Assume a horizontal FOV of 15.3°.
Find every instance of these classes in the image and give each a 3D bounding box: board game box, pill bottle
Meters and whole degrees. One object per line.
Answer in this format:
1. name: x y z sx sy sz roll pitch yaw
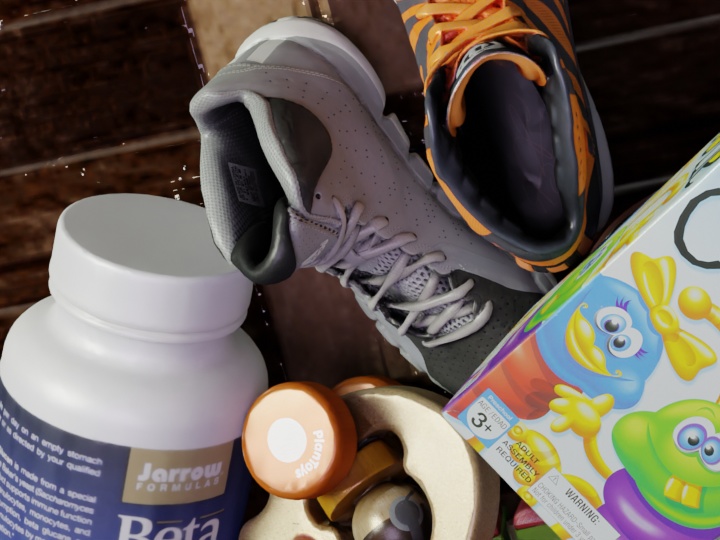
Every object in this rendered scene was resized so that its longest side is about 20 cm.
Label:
1. board game box: 0.141 0.010 0.952 0.103 0.105 0.200 46 125 0
2. pill bottle: -0.099 0.075 1.106 0.111 0.111 0.201 13 114 5

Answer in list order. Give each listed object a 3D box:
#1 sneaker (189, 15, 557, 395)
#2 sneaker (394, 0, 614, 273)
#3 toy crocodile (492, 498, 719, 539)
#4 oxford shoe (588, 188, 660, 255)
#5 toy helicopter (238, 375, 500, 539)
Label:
1. sneaker: 0.000 0.000 1.040 0.200 0.115 0.075 49 121 0
2. sneaker: 0.047 -0.097 0.991 0.077 0.112 0.201 -22 89 7
3. toy crocodile: 0.080 0.113 1.113 0.199 0.068 0.062 -17 104 15
4. oxford shoe: 0.134 0.002 1.053 0.071 0.074 0.200 32 115 -6
5. toy helicopter: 0.002 0.145 1.079 0.132 0.079 0.201 25 101 25
